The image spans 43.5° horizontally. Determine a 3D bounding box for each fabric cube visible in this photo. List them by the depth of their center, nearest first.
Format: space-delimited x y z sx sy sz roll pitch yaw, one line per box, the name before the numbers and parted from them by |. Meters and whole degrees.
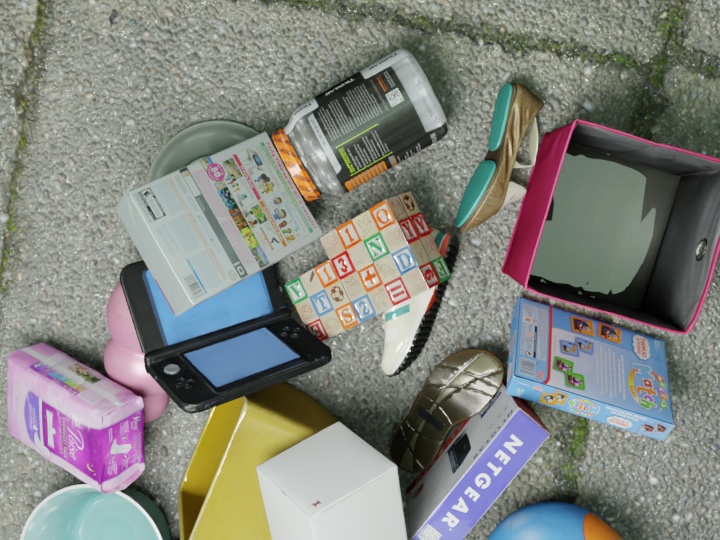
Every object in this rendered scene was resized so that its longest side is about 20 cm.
fabric cube | 0.299 -0.052 1.079 0.198 0.199 0.199 16 94 1

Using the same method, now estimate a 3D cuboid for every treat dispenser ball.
treat dispenser ball | 0.242 0.389 1.109 0.198 0.201 0.204 0 94 2

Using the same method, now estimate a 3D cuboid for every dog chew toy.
dog chew toy | -0.269 0.103 1.150 0.123 0.125 0.202 14 102 1

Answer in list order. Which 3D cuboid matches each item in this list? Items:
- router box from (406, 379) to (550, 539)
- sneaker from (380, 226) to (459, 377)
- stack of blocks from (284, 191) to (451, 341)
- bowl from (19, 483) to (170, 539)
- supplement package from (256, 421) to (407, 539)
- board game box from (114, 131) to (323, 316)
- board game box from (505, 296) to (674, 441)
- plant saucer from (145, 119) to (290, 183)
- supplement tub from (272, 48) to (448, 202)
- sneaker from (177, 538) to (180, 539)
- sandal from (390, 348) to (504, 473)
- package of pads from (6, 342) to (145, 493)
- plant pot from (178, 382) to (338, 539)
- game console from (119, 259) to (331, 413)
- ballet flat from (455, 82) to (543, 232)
router box | 0.139 0.238 1.113 0.049 0.180 0.201 38 94 -2
sneaker | 0.053 0.033 1.166 0.093 0.070 0.202 23 97 18
stack of blocks | 0.000 0.000 1.110 0.199 0.058 0.116 -29 87 37
bowl | -0.327 0.361 1.167 0.198 0.105 0.204 0 93 8
supplement package | -0.024 0.296 0.998 0.116 0.117 0.202 -23 120 -28
board game box | -0.163 -0.058 1.065 0.199 0.064 0.149 -29 90 -34
board game box | 0.283 0.118 1.120 0.198 0.152 0.037 16 129 1
plant saucer | -0.185 -0.094 1.164 0.197 0.050 0.203 0 95 1
supplement tub | -0.002 -0.175 1.117 0.199 0.123 0.123 -29 93 3
sneaker | -0.177 0.434 1.199 0.077 0.070 0.201 -29 85 -21
sandal | 0.113 0.180 1.174 0.081 0.054 0.201 37 109 16
package of pads | -0.359 0.182 1.127 0.198 0.075 0.122 21 119 30
plant pot | -0.098 0.254 1.124 0.198 0.195 0.196 22 94 -16
game console | -0.157 0.054 1.065 0.198 0.175 0.118 -17 121 -31
ballet flat | 0.185 -0.136 1.150 0.072 0.068 0.202 18 90 -16
